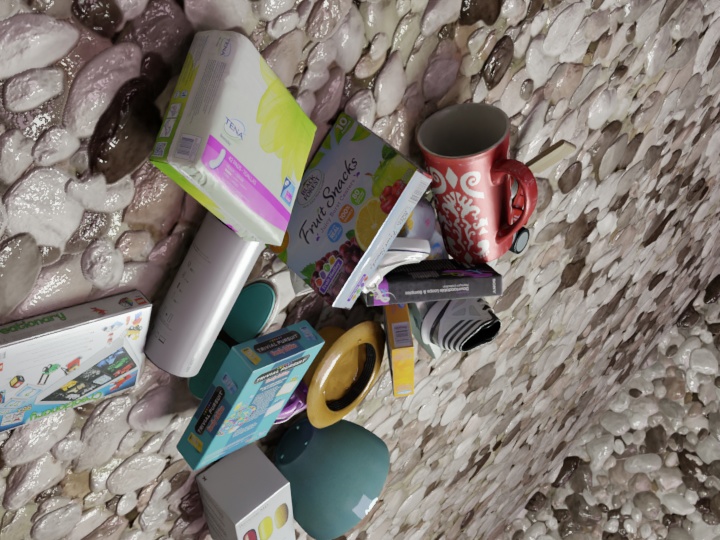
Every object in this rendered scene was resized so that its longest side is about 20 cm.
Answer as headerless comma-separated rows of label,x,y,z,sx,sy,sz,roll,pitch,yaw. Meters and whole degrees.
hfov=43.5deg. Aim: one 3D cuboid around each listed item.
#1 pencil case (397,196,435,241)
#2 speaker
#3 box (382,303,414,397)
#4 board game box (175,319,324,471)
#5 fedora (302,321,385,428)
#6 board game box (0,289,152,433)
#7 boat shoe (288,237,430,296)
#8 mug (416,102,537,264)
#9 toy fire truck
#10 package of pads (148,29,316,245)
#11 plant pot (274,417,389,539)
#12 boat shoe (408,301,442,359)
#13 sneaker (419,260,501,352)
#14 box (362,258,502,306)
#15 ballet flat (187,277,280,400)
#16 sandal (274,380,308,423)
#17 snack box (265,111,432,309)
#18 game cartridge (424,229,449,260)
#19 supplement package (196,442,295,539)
pencil case,0.027,-0.079,1.266,0.199,0.089,0.085,8,94,-57
speaker,-0.188,0.024,1.090,0.081,0.081,0.202,5,118,-55
box,0.061,0.116,1.452,0.040,0.121,0.201,-8,149,1
board game box,-0.151,0.169,1.233,0.150,0.047,0.202,-18,146,-53
fedora,-0.041,0.148,1.415,0.200,0.081,0.203,-40,148,-31
board game box,-0.335,0.103,1.022,0.198,0.034,0.128,-17,135,-44
boat shoe,0.000,0.000,1.229,0.195,0.071,0.071,-7,171,-2
mug,0.165,-0.107,1.293,0.131,0.179,0.203,-18,130,-5
toy fire truck,0.248,-0.137,1.481,0.175,0.127,0.204,8,106,-55
package of pads,-0.125,-0.138,0.955,0.200,0.067,0.158,45,57,-60
plant pot,-0.067,0.325,1.509,0.201,0.200,0.135,-48,115,-4
boat shoe,0.121,0.077,1.508,0.071,0.070,0.202,-37,145,-13
sneaker,0.191,0.053,1.436,0.202,0.114,0.076,-53,141,-23
box,0.098,0.014,1.325,0.195,0.143,0.037,-5,102,-4
ballet flat,-0.167,0.088,1.219,0.069,0.069,0.202,9,120,-56
sandal,-0.123,0.209,1.412,0.201,0.050,0.083,6,119,-56
snack box,-0.019,-0.075,1.147,0.202,0.142,0.053,-57,150,11
game cartridge,0.089,0.002,1.488,0.134,0.040,0.201,-48,150,-13
supplement package,-0.183,0.391,1.471,0.113,0.109,0.202,-34,146,-26
